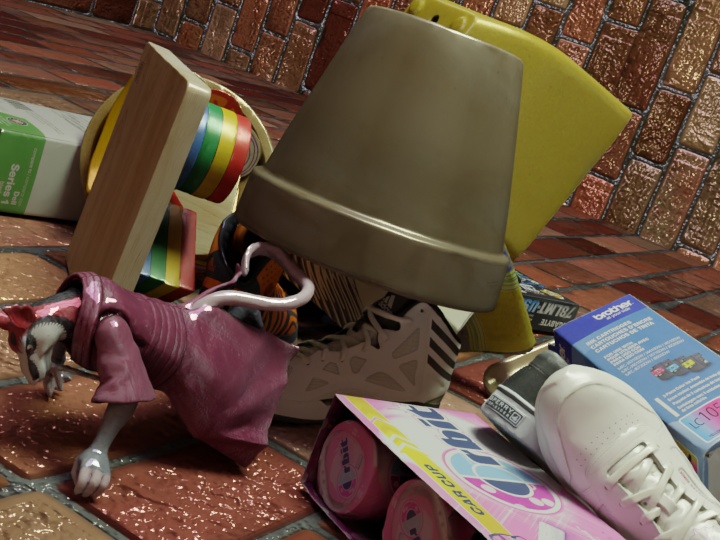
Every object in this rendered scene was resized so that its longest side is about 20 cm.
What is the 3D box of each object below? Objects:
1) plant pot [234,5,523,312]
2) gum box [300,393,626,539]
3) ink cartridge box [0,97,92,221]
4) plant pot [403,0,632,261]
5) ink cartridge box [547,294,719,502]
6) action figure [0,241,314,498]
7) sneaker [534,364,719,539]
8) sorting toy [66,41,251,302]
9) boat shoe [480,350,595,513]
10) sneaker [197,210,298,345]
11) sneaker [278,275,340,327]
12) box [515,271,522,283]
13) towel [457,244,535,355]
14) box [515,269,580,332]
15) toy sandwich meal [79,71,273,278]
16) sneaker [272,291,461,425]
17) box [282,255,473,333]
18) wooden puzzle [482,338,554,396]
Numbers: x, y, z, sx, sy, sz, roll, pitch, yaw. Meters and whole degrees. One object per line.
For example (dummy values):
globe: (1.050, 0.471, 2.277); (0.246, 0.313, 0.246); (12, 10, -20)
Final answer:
plant pot: (0.032, -0.085, 0.778); (0.200, 0.174, 0.200); (20, 9, -3)
gum box: (0.066, 0.149, 0.623); (0.113, 0.066, 0.200); (13, 14, -35)
ink cartridge box: (-0.305, -0.109, 1.098); (0.200, 0.084, 0.146); (8, 17, -44)
plant pot: (0.110, -0.168, 1.116); (0.200, 0.196, 0.194); (38, 2, -37)
ink cartridge box: (0.211, 0.112, 0.795); (0.076, 0.137, 0.200); (-22, 33, -15)
action figure: (-0.118, 0.043, 0.636); (0.200, 0.149, 0.134); (27, 10, -48)
sneaker: (0.180, 0.135, 0.631); (0.200, 0.075, 0.100); (52, -11, -4)
sorting toy: (-0.157, -0.059, 0.857); (0.070, 0.200, 0.199); (19, 12, -24)
boat shoe: (0.145, 0.113, 0.741); (0.074, 0.068, 0.199); (36, -8, 45)
sneaker: (-0.079, 0.009, 0.885); (0.078, 0.112, 0.200); (21, 11, 4)
sneaker: (-0.073, -0.004, 1.051); (0.200, 0.075, 0.078); (23, 16, 20)
box: (0.038, -0.040, 1.149); (0.182, 0.104, 0.200); (45, -3, -32)
towel: (0.072, -0.007, 0.984); (0.144, 0.200, 0.023); (3, 36, 39)
box: (0.137, 0.013, 1.360); (0.200, 0.050, 0.198); (9, 18, -43)
toy sandwich meal: (-0.169, -0.096, 1.020); (0.205, 0.205, 0.070); (18, -15, -10)
sneaker: (-0.014, 0.051, 0.803); (0.200, 0.115, 0.076); (12, 15, -31)
box: (0.000, 0.000, 0.965); (0.200, 0.082, 0.068); (41, 28, 5)
wooden puzzle: (0.233, 0.114, 0.961); (0.185, 0.037, 0.200); (-20, 30, -18)
